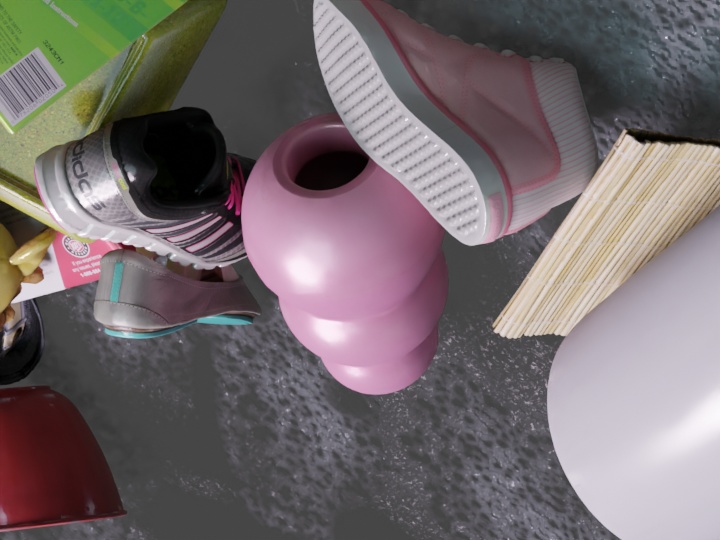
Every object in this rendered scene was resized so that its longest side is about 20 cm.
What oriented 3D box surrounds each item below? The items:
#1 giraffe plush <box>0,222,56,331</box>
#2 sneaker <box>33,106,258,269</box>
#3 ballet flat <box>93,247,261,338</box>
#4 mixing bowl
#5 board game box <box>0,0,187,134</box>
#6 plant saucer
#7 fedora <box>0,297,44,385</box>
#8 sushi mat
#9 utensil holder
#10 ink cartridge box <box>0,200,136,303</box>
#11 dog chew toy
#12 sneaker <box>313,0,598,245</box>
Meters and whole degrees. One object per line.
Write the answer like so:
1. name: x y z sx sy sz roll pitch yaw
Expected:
1. giraffe plush: -0.286 -0.003 1.286 0.172 0.161 0.202 10 112 42
2. sneaker: -0.098 -0.052 1.210 0.087 0.199 0.074 -23 70 35
3. ballet flat: -0.113 0.007 1.307 0.067 0.200 0.064 4 93 18
4. mixing bowl: -0.287 0.149 1.567 0.199 0.199 0.110 -12 84 45
5. board game box: -0.147 -0.176 1.128 0.096 0.199 0.030 54 178 -20
6. plant saucer: -0.211 -0.129 1.211 0.198 0.048 0.201 28 114 -9
7. fedora: -0.340 0.037 1.546 0.199 0.092 0.202 22 139 21
8. sushi mat: 0.151 -0.014 1.122 0.095 0.012 0.200 1 146 -20
9. utensil holder: 0.212 0.050 1.054 0.170 0.170 0.200 42 143 -5
10. ink cartridge box: -0.228 -0.088 1.337 0.147 0.086 0.201 -11 119 44
11. dog chew toy: 0.000 0.000 1.220 0.124 0.125 0.201 15 145 27
12. sneaker: 0.057 -0.098 1.119 0.200 0.104 0.076 50 151 37
